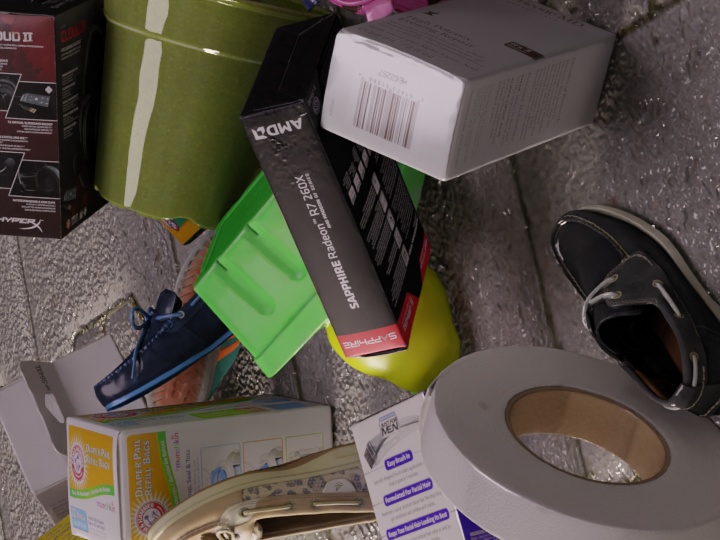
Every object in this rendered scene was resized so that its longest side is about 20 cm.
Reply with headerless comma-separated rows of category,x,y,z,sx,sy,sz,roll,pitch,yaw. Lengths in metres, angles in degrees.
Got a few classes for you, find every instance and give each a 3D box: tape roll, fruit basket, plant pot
tape roll,0.136,0.115,1.259,0.203,0.202,0.037,46,131,46
fruit basket,0.000,0.000,1.548,0.156,0.215,0.216,-75,7,-52
plant pot,-0.136,-0.139,1.633,0.200,0.200,0.191,29,106,53

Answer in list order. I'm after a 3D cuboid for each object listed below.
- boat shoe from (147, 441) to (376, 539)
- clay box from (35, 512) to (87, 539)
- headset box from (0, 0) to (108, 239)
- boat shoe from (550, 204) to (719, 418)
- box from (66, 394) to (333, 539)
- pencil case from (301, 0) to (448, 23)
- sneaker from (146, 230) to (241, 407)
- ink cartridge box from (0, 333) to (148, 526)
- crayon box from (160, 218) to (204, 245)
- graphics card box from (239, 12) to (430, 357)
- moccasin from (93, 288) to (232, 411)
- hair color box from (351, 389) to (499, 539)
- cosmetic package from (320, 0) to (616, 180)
boat shoe,-0.069,0.193,1.604,0.073,0.199,0.063,98,152,-69
clay box,-0.207,0.239,1.792,0.048,0.200,0.115,39,161,35
headset box,-0.253,-0.142,1.639,0.149,0.077,0.201,-54,-33,-70
boat shoe,0.177,0.021,1.312,0.200,0.067,0.072,53,137,43
box,-0.135,0.167,1.696,0.112,0.200,0.102,4,98,58
pencil case,0.040,-0.204,1.387,0.091,0.200,0.094,-35,74,26
sneaker,-0.133,0.038,1.801,0.080,0.071,0.200,-50,-14,-79
ink cartridge box,-0.241,0.168,1.857,0.129,0.125,0.200,57,171,37
crayon box,-0.187,-0.124,1.773,0.200,0.058,0.119,48,157,-4
graphics card box,-0.013,-0.056,1.360,0.126,0.051,0.200,-74,-32,-53
moccasin,-0.149,0.043,1.729,0.068,0.200,0.080,54,171,0
hair color box,0.068,0.192,1.497,0.109,0.065,0.201,-30,74,55
cosmetic package,0.073,-0.125,1.315,0.101,0.200,0.074,25,119,25
